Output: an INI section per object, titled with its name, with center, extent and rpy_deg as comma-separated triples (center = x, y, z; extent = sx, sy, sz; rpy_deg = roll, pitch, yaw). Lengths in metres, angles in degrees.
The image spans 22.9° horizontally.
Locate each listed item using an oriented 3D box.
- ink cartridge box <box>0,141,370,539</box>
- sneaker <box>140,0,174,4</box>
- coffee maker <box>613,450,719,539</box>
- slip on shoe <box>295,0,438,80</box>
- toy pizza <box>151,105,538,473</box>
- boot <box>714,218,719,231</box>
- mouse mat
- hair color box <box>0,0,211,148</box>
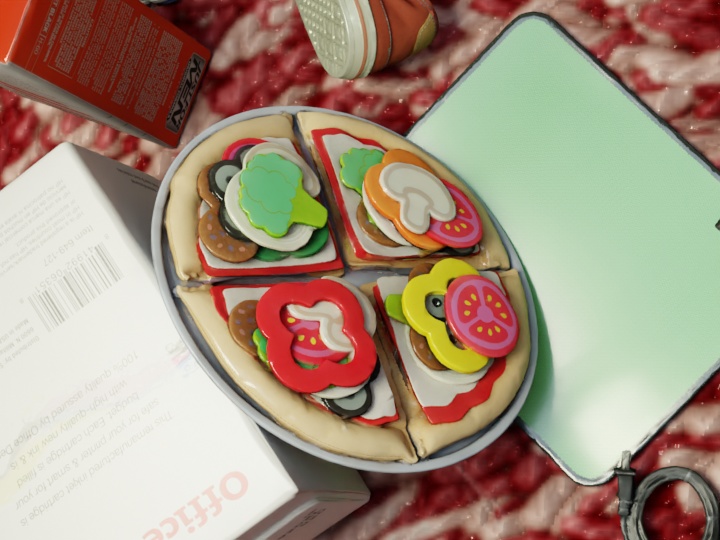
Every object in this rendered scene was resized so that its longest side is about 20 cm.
[ink cartridge box]
center = -0.119, 0.069, 0.864
extent = 0.147, 0.145, 0.200
rpy_deg = -36, 76, 8
[sneaker]
center = -0.159, -0.185, 0.938
extent = 0.200, 0.085, 0.077
rpy_deg = -1, 83, 14
[coffee maker]
center = 0.202, 0.116, 0.744
extent = 0.192, 0.200, 0.135
rpy_deg = -15, 80, 11
[slip on shoe]
center = -0.012, -0.192, 0.917
extent = 0.061, 0.074, 0.200
rpy_deg = -11, 71, -22
[toy pizza]
center = 0.000, 0.000, 0.826
extent = 0.200, 0.200, 0.032
rpy_deg = 55, 139, 14
[boot]
center = 0.255, 0.001, 0.757
extent = 0.174, 0.200, 0.069
rpy_deg = 41, 113, 22
[mouse mat]
center = 0.101, -0.013, 0.889
extent = 0.161, 0.008, 0.200
rpy_deg = -46, 76, 5
[hair color box]
center = -0.159, -0.118, 0.869
extent = 0.101, 0.200, 0.061
rpy_deg = 20, 88, 16
